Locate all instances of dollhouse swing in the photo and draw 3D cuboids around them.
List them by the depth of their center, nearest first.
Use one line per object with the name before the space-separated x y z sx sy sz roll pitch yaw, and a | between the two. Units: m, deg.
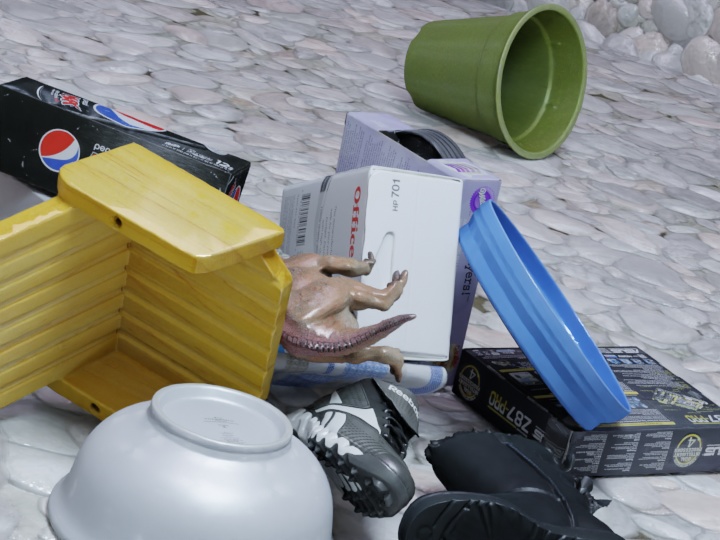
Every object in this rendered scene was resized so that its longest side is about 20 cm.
dollhouse swing | -0.175 0.050 1.341 0.181 0.200 0.176 30 44 16

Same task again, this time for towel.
towel | -0.048 0.079 1.532 0.199 0.024 0.147 6 -7 -26

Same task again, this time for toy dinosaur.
toy dinosaur | -0.046 0.028 1.419 0.135 0.086 0.200 4 16 -33

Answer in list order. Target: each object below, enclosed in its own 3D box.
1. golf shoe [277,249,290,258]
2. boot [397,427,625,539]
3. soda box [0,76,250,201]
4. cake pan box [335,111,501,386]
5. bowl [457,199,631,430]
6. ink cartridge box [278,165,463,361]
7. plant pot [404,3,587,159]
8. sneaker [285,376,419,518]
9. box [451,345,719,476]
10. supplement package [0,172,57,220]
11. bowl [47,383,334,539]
golf shoe | -0.144 0.044 1.574 0.199 0.098 0.078 -17 40 -15
boot | 0.091 0.165 1.397 0.198 0.074 0.163 14 19 -26
soda box | -0.192 -0.085 1.539 0.199 0.071 0.063 21 14 6
cake pan box | 0.034 -0.024 1.715 0.052 0.201 0.184 -2 21 -36
bowl | 0.142 0.038 1.549 0.201 0.039 0.201 54 9 -12
ink cartridge box | 0.000 0.000 1.590 0.086 0.147 0.200 7 -5 -23
plant pot | 0.164 -0.257 2.592 0.189 0.201 0.200 12 12 39
sneaker | 0.007 0.114 1.380 0.090 0.067 0.200 -36 15 -11
box | 0.202 0.116 1.673 0.199 0.049 0.161 1 21 -35
supplement package | -0.215 -0.019 1.631 0.199 0.114 0.109 2 21 -44
bowl | -0.101 0.135 1.306 0.200 0.091 0.201 13 17 -4
